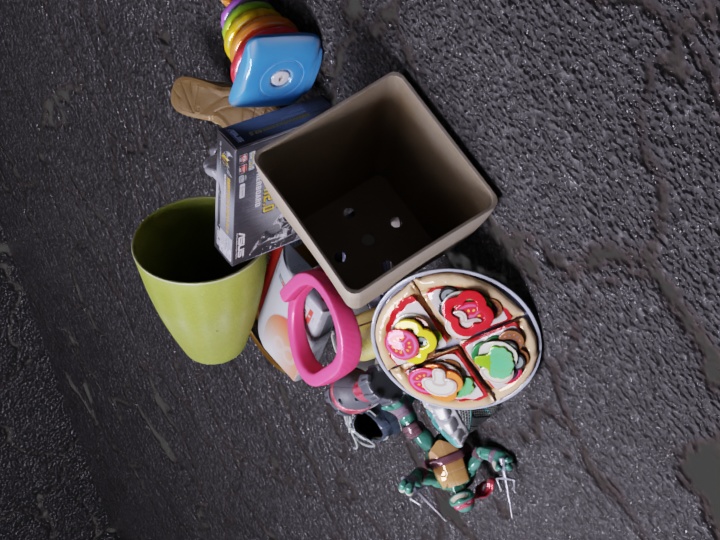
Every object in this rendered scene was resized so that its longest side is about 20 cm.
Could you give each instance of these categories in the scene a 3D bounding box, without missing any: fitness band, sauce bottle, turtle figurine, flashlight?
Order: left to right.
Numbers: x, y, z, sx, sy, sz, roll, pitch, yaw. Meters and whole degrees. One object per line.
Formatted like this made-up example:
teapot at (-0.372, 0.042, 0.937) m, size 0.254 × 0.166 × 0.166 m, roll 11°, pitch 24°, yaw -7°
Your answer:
fitness band at (-0.055, 0.074, 1.654) m, size 0.200 × 0.037 × 0.144 m, roll -40°, pitch 66°, yaw 64°
flashlight at (0.005, 0.152, 1.654) m, size 0.068 × 0.068 × 0.200 m, roll 53°, pitch 164°, yaw 0°
sauce bottle at (0.049, 0.071, 1.639) m, size 0.200 × 0.066 × 0.066 m, roll -20°, pitch 98°, yaw 50°
turtle figurine at (0.113, 0.249, 1.667) m, size 0.101 × 0.149 × 0.200 m, roll 133°, pitch 114°, yaw -81°

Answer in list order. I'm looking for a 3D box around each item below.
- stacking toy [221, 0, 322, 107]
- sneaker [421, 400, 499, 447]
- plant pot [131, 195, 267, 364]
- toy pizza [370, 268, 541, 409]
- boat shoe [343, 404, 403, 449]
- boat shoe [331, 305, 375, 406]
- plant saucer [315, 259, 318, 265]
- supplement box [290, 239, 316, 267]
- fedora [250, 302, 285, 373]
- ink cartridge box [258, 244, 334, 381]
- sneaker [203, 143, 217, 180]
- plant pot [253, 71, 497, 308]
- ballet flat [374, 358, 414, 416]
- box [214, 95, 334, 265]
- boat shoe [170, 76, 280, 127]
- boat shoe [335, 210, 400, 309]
stacking toy at (-0.140, -0.309, 1.625) m, size 0.200 × 0.110 × 0.116 m, roll 59°, pitch 142°, yaw 32°
sneaker at (0.108, 0.118, 1.576) m, size 0.078 × 0.091 × 0.200 m, roll 34°, pitch 153°, yaw 61°
plant pot at (-0.214, 0.030, 1.796) m, size 0.187 × 0.187 × 0.200 m, roll 41°, pitch 147°, yaw 38°
toy pizza at (0.109, 0.087, 1.470) m, size 0.200 × 0.032 × 0.201 m, roll 6°, pitch 123°, yaw 9°
boat shoe at (0.013, 0.227, 1.906) m, size 0.075 × 0.062 × 0.200 m, roll 63°, pitch 156°, yaw -8°
boat shoe at (-0.007, 0.101, 1.803) m, size 0.060 × 0.074 × 0.200 m, roll 26°, pitch 135°, yaw 52°
plant saucer at (-0.042, -0.024, 1.808) m, size 0.070 × 0.019 × 0.200 m, roll 37°, pitch 146°, yaw 41°
supplement box at (-0.104, -0.043, 1.850) m, size 0.067 × 0.069 × 0.200 m, roll 38°, pitch 143°, yaw 37°
fedora at (-0.134, 0.066, 1.989) m, size 0.201 × 0.082 × 0.201 m, roll 52°, pitch 163°, yaw 23°
ink cartridge box at (-0.122, 0.036, 1.810) m, size 0.200 × 0.050 × 0.162 m, roll 43°, pitch 138°, yaw 19°
sneaker at (-0.166, -0.131, 1.830) m, size 0.114 × 0.075 × 0.200 m, roll 60°, pitch -176°, yaw -16°
plant pot at (0.014, -0.069, 1.471) m, size 0.200 × 0.200 × 0.177 m, roll 54°, pitch 167°, yaw 16°
ballet flat at (0.050, 0.140, 1.726) m, size 0.068 × 0.068 × 0.200 m, roll 29°, pitch 147°, yaw 7°
box at (-0.110, -0.115, 1.655) m, size 0.048 × 0.158 × 0.200 m, roll 47°, pitch 145°, yaw 33°
boat shoe at (-0.167, -0.226, 1.778) m, size 0.200 × 0.069 × 0.074 m, roll 26°, pitch 109°, yaw 22°
boat shoe at (0.000, 0.000, 1.661) m, size 0.075 × 0.093 × 0.200 m, roll 39°, pitch 147°, yaw 40°
